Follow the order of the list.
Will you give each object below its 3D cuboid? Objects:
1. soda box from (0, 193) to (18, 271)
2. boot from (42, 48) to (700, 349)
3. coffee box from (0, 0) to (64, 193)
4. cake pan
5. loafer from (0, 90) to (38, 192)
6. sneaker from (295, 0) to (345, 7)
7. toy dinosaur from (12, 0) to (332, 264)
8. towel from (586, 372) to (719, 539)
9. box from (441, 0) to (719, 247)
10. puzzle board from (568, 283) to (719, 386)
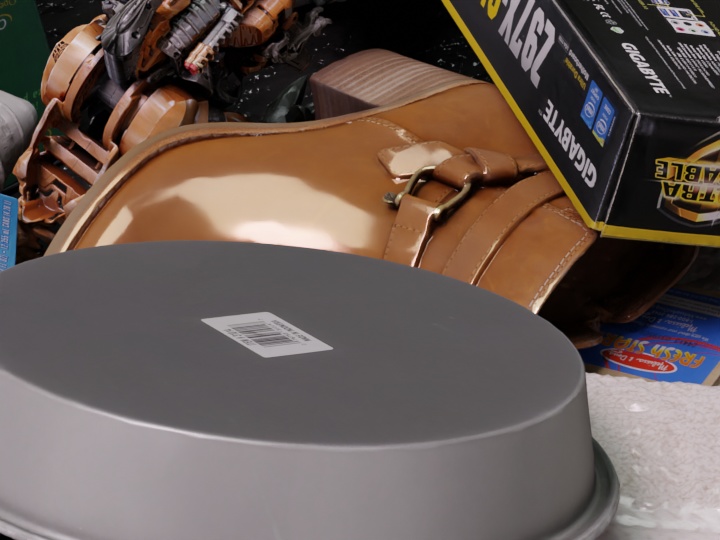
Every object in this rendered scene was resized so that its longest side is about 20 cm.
[{"bbox_3d":[-0.154,0.054,0.847,0.068,0.064,0.200,16,39,-18],"label":"soda box"},{"bbox_3d":[0.000,0.000,0.871,0.200,0.074,0.155,-38,45,-25],"label":"boot"},{"bbox_3d":[-0.179,-0.139,1.041,0.044,0.200,0.123,-31,37,-25],"label":"coffee box"},{"bbox_3d":[-0.026,0.034,0.733,0.200,0.037,0.200,5,17,-2],"label":"cake pan"},{"bbox_3d":[-0.197,-0.043,1.016,0.200,0.070,0.070,6,35,46],"label":"loafer"},{"bbox_3d":[0.004,-0.143,1.037,0.079,0.074,0.200,-8,6,-6],"label":"sneaker"},{"bbox_3d":[-0.076,-0.069,0.939,0.200,0.102,0.136,-33,-9,11],"label":"toy dinosaur"},{"bbox_3d":[0.124,0.083,0.753,0.199,0.035,0.133,2,41,14],"label":"towel"},{"bbox_3d":[0.124,-0.074,0.912,0.159,0.049,0.200,6,30,-21],"label":"box"},{"bbox_3d":[0.016,0.042,0.881,0.200,0.017,0.151,13,43,33],"label":"puzzle board"}]
